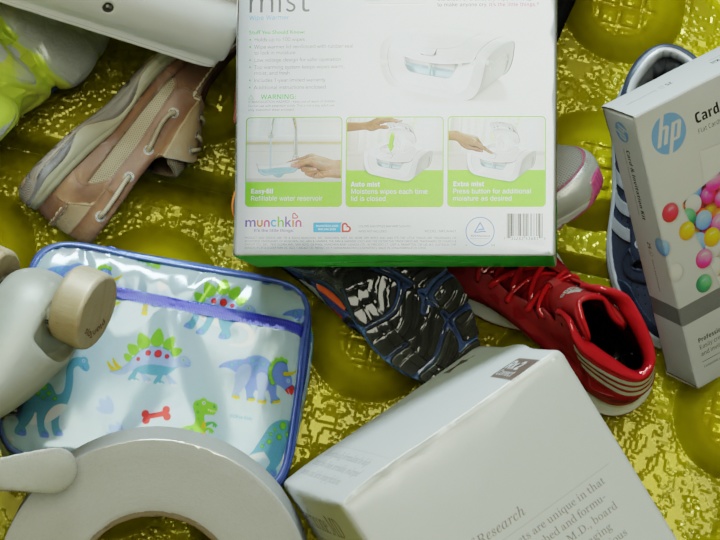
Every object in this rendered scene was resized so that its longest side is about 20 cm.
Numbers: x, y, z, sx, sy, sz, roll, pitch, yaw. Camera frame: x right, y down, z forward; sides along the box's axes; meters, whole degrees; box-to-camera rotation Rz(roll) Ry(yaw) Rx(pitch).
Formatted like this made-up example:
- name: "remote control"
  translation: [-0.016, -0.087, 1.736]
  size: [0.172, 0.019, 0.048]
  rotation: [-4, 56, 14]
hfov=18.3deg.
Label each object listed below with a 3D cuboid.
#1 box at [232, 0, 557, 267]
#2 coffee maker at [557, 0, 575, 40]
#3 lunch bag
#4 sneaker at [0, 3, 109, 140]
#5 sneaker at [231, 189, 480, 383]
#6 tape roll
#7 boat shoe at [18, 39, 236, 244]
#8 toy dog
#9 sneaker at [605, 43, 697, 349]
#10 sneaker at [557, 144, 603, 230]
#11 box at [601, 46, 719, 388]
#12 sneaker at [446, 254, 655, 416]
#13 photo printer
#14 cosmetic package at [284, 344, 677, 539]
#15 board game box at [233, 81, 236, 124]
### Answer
- name: "box"
  translation: [0.024, -0.092, 1.392]
  size: [0.199, 0.097, 0.178]
  rotation: [-1, 85, 5]
- name: "coffee maker"
  translation: [0.107, -0.198, 1.527]
  size: [0.191, 0.135, 0.201]
  rotation: [26, 74, 3]
- name: "lunch bag"
  translation: [-0.134, 0.068, 1.457]
  size: [0.199, 0.083, 0.162]
  rotation: [12, 70, -1]
- name: "sneaker"
  translation: [-0.254, -0.128, 1.510]
  size: [0.076, 0.105, 0.200]
  rotation: [54, 41, -9]
- name: "sneaker"
  translation: [0.000, 0.000, 1.490]
  size: [0.200, 0.078, 0.075]
  rotation: [43, 86, -4]
- name: "tape roll"
  translation: [-0.128, 0.199, 1.395]
  size: [0.201, 0.037, 0.204]
  rotation: [0, 100, -2]
- name: "boat shoe"
  translation: [-0.142, -0.095, 1.515]
  size: [0.072, 0.076, 0.200]
  rotation: [46, 75, -4]
- name: "toy dog"
  translation: [-0.220, 0.078, 1.361]
  size: [0.132, 0.096, 0.200]
  rotation: [40, 84, 25]
- name: "sneaker"
  translation: [0.206, -0.054, 1.502]
  size: [0.070, 0.109, 0.201]
  rotation: [-2, 73, -4]
- name: "sneaker"
  translation: [0.061, -0.075, 1.470]
  size: [0.199, 0.089, 0.082]
  rotation: [6, 45, 22]
- name: "box"
  translation: [0.251, -0.046, 1.468]
  size: [0.155, 0.041, 0.201]
  rotation: [-26, 115, -21]
- name: "sneaker"
  translation: [0.123, 0.006, 1.474]
  size: [0.200, 0.116, 0.078]
  rotation: [38, 74, 7]
- name: "photo printer"
  translation: [-0.175, -0.222, 1.468]
  size: [0.199, 0.070, 0.167]
  rotation: [17, 34, -14]
- name: "cosmetic package"
  translation: [0.084, 0.171, 1.369]
  size: [0.165, 0.165, 0.201]
  rotation: [-34, 97, -13]
- name: "board game box"
  translation: [-0.053, -0.178, 1.527]
  size: [0.019, 0.103, 0.201]
  rotation: [-3, 71, 20]
